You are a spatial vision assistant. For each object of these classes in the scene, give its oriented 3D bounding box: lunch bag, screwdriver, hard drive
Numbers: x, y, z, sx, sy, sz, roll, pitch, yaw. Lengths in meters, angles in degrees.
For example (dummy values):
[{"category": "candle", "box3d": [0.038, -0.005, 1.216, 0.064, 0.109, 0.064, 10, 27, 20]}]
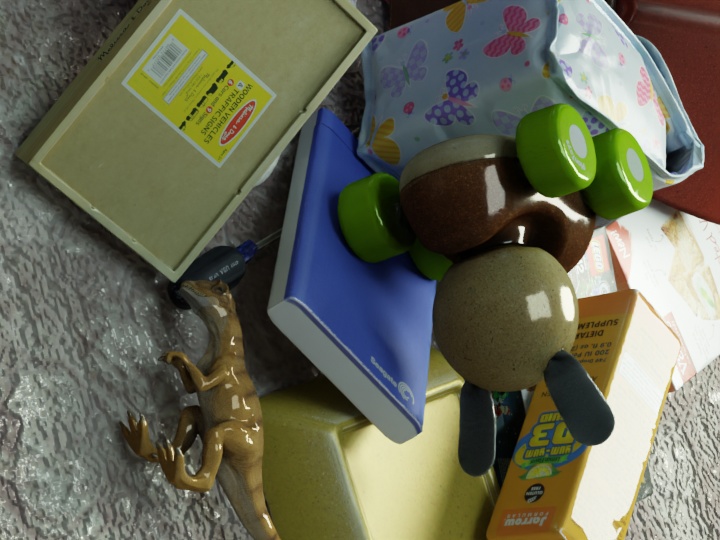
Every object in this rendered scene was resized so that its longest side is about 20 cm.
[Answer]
[{"category": "lunch bag", "box3d": [0.118, -0.102, 1.539, 0.200, 0.169, 0.128, 37, 44, -41]}, {"category": "screwdriver", "box3d": [-0.063, -0.021, 1.437, 0.029, 0.028, 0.200, 39, 35, 7]}, {"category": "hard drive", "box3d": [0.000, 0.000, 1.448, 0.132, 0.025, 0.201, 46, 30, -27]}]

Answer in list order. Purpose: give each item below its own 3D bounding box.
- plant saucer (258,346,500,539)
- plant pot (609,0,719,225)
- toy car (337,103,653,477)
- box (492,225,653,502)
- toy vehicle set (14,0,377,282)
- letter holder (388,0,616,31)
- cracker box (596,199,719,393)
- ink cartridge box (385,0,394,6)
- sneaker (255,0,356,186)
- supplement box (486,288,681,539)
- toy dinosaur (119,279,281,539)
[{"category": "plant saucer", "box3d": [0.031, 0.155, 1.449, 0.199, 0.048, 0.201, -17, 88, -50]}, {"category": "plant pot", "box3d": [0.220, -0.180, 1.661, 0.175, 0.200, 0.201, 8, 47, -29]}, {"category": "toy car", "box3d": [0.098, 0.022, 1.408, 0.157, 0.163, 0.201, 15, 61, -56]}, {"category": "box", "box3d": [0.140, 0.081, 1.579, 0.136, 0.038, 0.202, -19, 101, -49]}, {"category": "toy vehicle set", "box3d": [-0.096, -0.107, 1.338, 0.124, 0.026, 0.200, 41, 85, -31]}, {"category": "letter holder", "box3d": [0.105, -0.262, 1.577, 0.100, 0.142, 0.202, 4, 88, -41]}, {"category": "cracker box", "box3d": [0.241, 0.003, 1.735, 0.200, 0.057, 0.135, -32, 99, -48]}, {"category": "ink cartridge box", "box3d": [0.022, -0.300, 1.616, 0.161, 0.050, 0.201, 32, 51, -36]}, {"category": "sneaker", "box3d": [-0.054, -0.148, 1.431, 0.075, 0.099, 0.201, 35, 53, -42]}, {"category": "supplement box", "box3d": [0.151, 0.112, 1.501, 0.069, 0.066, 0.201, 46, 50, -34]}, {"category": "toy dinosaur", "box3d": [-0.078, 0.105, 1.325, 0.106, 0.060, 0.202, -14, 94, -36]}]
